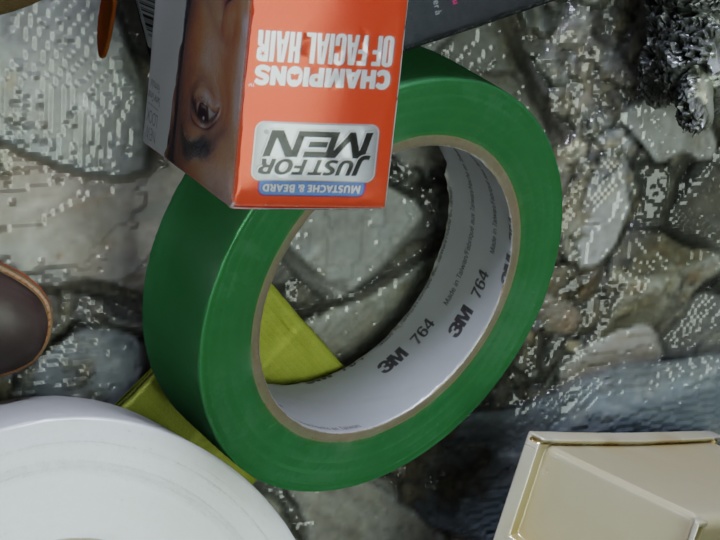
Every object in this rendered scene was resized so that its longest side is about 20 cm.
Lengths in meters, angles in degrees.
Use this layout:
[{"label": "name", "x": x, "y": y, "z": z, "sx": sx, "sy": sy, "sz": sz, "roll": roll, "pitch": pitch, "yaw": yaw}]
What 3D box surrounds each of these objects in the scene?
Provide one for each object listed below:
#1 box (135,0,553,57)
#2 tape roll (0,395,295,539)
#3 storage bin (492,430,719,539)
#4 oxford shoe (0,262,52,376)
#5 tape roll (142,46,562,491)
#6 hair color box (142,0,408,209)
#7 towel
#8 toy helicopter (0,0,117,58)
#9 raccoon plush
[{"label": "box", "x": 0.004, "y": -0.163, "z": 0.880, "sx": 0.200, "sy": 0.106, "sz": 0.123, "roll": -20, "pitch": 114, "yaw": -20}, {"label": "tape roll", "x": -0.123, "y": 0.155, "z": 0.857, "sx": 0.202, "sy": 0.139, "sz": 0.203, "roll": 0, "pitch": 90, "yaw": -14}, {"label": "storage bin", "x": 0.135, "y": 0.187, "z": 1.015, "sx": 0.200, "sy": 0.094, "sz": 0.199, "roll": 6, "pitch": 104, "yaw": -57}, {"label": "oxford shoe", "x": -0.213, "y": 0.021, "z": 0.842, "sx": 0.199, "sy": 0.073, "sz": 0.071, "roll": 6, "pitch": 102, "yaw": -29}, {"label": "tape roll", "x": 0.000, "y": 0.000, "z": 0.927, "sx": 0.200, "sy": 0.048, "sz": 0.201, "roll": -22, "pitch": 129, "yaw": -31}, {"label": "hair color box", "x": -0.027, "y": -0.131, "z": 0.748, "sx": 0.064, "sy": 0.111, "sz": 0.201, "roll": -1, "pitch": 105, "yaw": -23}, {"label": "towel", "x": -0.095, "y": 0.094, "z": 0.960, "sx": 0.200, "sy": 0.018, "sz": 0.086, "roll": -46, "pitch": 125, "yaw": -9}, {"label": "toy helicopter", "x": -0.122, "y": -0.131, "z": 0.781, "sx": 0.132, "sy": 0.200, "sz": 0.079, "roll": 10, "pitch": 72, "yaw": -36}, {"label": "raccoon plush", "x": 0.129, "y": -0.158, "z": 0.982, "sx": 0.200, "sy": 0.097, "sz": 0.134, "roll": 33, "pitch": 103, "yaw": -2}]
